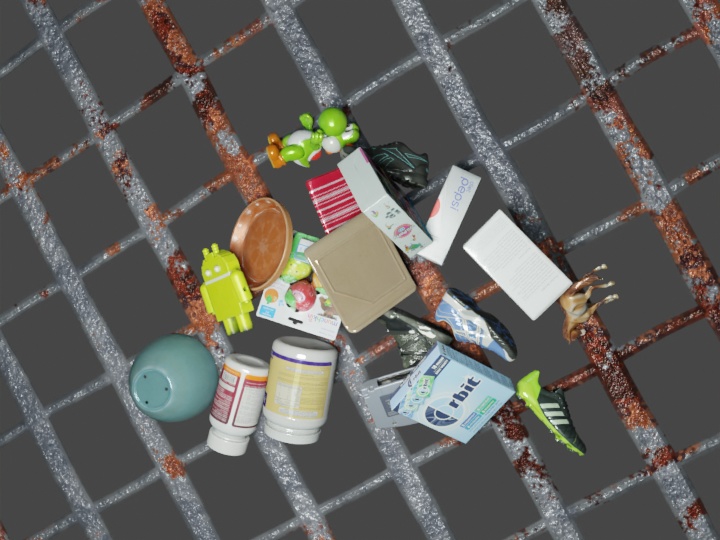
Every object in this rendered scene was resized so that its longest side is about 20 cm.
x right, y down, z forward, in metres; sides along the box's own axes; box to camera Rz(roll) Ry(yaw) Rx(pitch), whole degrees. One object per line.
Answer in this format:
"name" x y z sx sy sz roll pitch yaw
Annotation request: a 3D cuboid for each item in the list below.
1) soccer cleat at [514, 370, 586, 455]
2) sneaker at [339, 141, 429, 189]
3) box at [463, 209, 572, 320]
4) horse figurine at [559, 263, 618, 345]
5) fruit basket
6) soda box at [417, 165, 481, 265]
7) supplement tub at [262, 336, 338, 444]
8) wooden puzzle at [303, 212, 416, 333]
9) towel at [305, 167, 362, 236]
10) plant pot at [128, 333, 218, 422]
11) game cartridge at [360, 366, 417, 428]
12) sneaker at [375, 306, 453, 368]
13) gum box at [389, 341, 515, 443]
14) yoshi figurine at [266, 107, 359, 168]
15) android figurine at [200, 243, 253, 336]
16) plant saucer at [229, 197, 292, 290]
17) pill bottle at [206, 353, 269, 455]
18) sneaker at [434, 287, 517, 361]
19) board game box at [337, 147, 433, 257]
"soccer cleat" 0.411 0.298 1.475 0.081 0.068 0.200 -42 86 -4
"sneaker" 0.053 -0.234 1.488 0.198 0.075 0.080 16 84 -14
"box" 0.312 -0.015 1.425 0.106 0.152 0.200 -45 87 8
"horse figurine" 0.449 0.061 1.413 0.132 0.200 0.050 -30 53 6
"fruit basket" -0.112 0.026 1.513 0.183 0.094 0.202 17 78 8
"soda box" 0.184 -0.115 1.484 0.068 0.063 0.202 25 97 7
"supplement tub" -0.132 0.254 1.516 0.144 0.145 0.203 11 95 8
"wooden puzzle" 0.000 0.000 1.468 0.184 0.037 0.201 -33 98 -21
"towel" -0.020 -0.123 1.500 0.144 0.022 0.202 -24 90 -24
"plant pot" -0.434 0.251 1.569 0.197 0.135 0.203 1 94 9
"game cartridge" 0.112 0.267 1.501 0.198 0.042 0.134 -17 128 6
"sneaker" 0.088 0.146 1.509 0.198 0.076 0.115 27 97 6
"gum box" 0.188 0.255 1.452 0.199 0.045 0.170 28 116 -21
"yoshi figurine" -0.104 -0.293 1.500 0.198 0.112 0.114 -14 85 7
"android figurine" -0.295 0.041 1.539 0.181 0.041 0.202 -15 94 51
"plant saucer" -0.212 -0.056 1.521 0.199 0.032 0.203 -13 71 42
"pill bottle" -0.271 0.296 1.558 0.108 0.110 0.202 17 96 7
"sneaker" 0.246 0.125 1.492 0.200 0.076 0.077 41 112 10
"board game box" 0.052 -0.134 1.411 0.064 0.200 0.148 -35 52 13
